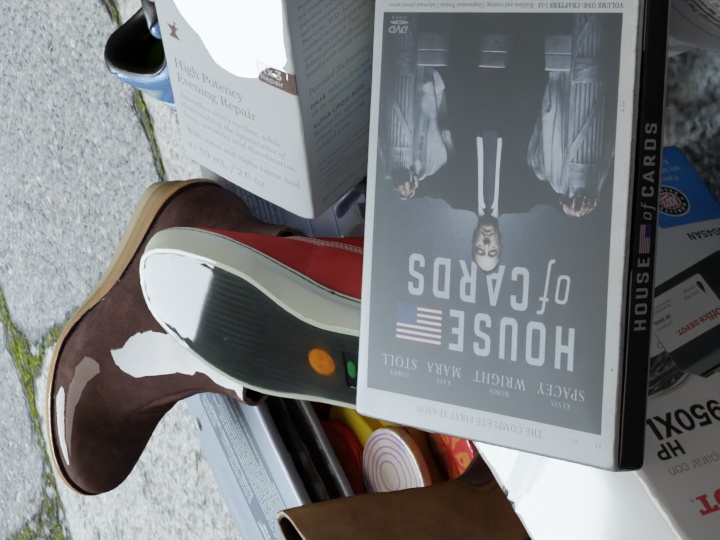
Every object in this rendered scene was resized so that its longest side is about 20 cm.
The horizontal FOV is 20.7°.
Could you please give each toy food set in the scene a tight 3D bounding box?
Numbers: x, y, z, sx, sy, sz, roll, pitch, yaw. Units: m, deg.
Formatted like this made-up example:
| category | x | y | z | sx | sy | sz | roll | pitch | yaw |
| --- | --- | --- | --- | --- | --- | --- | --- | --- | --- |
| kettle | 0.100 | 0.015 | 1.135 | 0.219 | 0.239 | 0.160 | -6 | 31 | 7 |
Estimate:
| category | x | y | z | sx | sy | sz | roll | pitch | yaw |
| --- | --- | --- | --- | --- | --- | --- | --- | --- | --- |
| toy food set | 0.012 | 0.082 | 1.140 | 0.198 | 0.048 | 0.201 | 46 | 135 | 39 |

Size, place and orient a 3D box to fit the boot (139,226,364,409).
| category | x | y | z | sx | sy | sz | roll | pitch | yaw |
| --- | --- | --- | --- | --- | --- | --- | --- | --- | --- |
| boot | 0.000 | 0.000 | 0.997 | 0.198 | 0.144 | 0.073 | 17 | 130 | 22 |

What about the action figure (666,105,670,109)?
| category | x | y | z | sx | sy | sz | roll | pitch | yaw |
| --- | --- | --- | --- | --- | --- | --- | --- | --- | --- |
| action figure | 0.093 | -0.138 | 0.931 | 0.130 | 0.069 | 0.202 | 15 | 115 | 50 |

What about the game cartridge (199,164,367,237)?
| category | x | y | z | sx | sy | sz | roll | pitch | yaw |
| --- | --- | --- | --- | --- | --- | --- | --- | --- | --- |
| game cartridge | -0.045 | -0.068 | 1.133 | 0.130 | 0.038 | 0.201 | -49 | 45 | 42 |

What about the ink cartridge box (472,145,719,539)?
| category | x | y | z | sx | sy | sz | roll | pitch | yaw |
| --- | --- | --- | --- | --- | --- | --- | --- | --- | --- |
| ink cartridge box | 0.126 | 0.052 | 0.871 | 0.201 | 0.144 | 0.084 | 58 | 140 | 26 |

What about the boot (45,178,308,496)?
| category | x | y | z | sx | sy | sz | roll | pitch | yaw |
| --- | --- | --- | --- | --- | --- | --- | --- | --- | --- |
| boot | -0.104 | 0.050 | 1.096 | 0.166 | 0.072 | 0.202 | 25 | 99 | 57 |

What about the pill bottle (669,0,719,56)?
| category | x | y | z | sx | sy | sz | roll | pitch | yaw |
| --- | --- | --- | --- | --- | --- | --- | --- | --- | --- |
| pill bottle | 0.165 | -0.152 | 0.776 | 0.199 | 0.113 | 0.114 | -16 | 87 | 56 |

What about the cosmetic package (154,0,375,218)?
| category | x | y | z | sx | sy | sz | roll | pitch | yaw |
| --- | --- | --- | --- | --- | --- | --- | --- | --- | --- |
| cosmetic package | -0.047 | -0.134 | 0.987 | 0.101 | 0.074 | 0.201 | 26 | 144 | 31 |

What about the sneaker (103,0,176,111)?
| category | x | y | z | sx | sy | sz | roll | pitch | yaw |
| --- | --- | --- | --- | --- | --- | --- | --- | --- | --- |
| sneaker | -0.074 | -0.151 | 1.091 | 0.200 | 0.089 | 0.079 | -38 | 52 | 40 |

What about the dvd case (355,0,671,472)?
| category | x | y | z | sx | sy | sz | roll | pitch | yaw |
| --- | --- | --- | --- | --- | --- | --- | --- | --- | --- |
| dvd case | 0.059 | -0.029 | 0.810 | 0.150 | 0.025 | 0.202 | 8 | 97 | 46 |

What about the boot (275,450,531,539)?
| category | x | y | z | sx | sy | sz | roll | pitch | yaw |
| --- | --- | --- | --- | --- | --- | --- | --- | --- | --- |
| boot | 0.042 | 0.105 | 0.964 | 0.068 | 0.199 | 0.190 | -45 | 63 | 53 |

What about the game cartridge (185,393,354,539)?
| category | x | y | z | sx | sy | sz | roll | pitch | yaw |
| --- | --- | --- | --- | --- | --- | --- | --- | --- | --- |
| game cartridge | -0.053 | 0.117 | 1.176 | 0.201 | 0.041 | 0.133 | 63 | 160 | 20 |
